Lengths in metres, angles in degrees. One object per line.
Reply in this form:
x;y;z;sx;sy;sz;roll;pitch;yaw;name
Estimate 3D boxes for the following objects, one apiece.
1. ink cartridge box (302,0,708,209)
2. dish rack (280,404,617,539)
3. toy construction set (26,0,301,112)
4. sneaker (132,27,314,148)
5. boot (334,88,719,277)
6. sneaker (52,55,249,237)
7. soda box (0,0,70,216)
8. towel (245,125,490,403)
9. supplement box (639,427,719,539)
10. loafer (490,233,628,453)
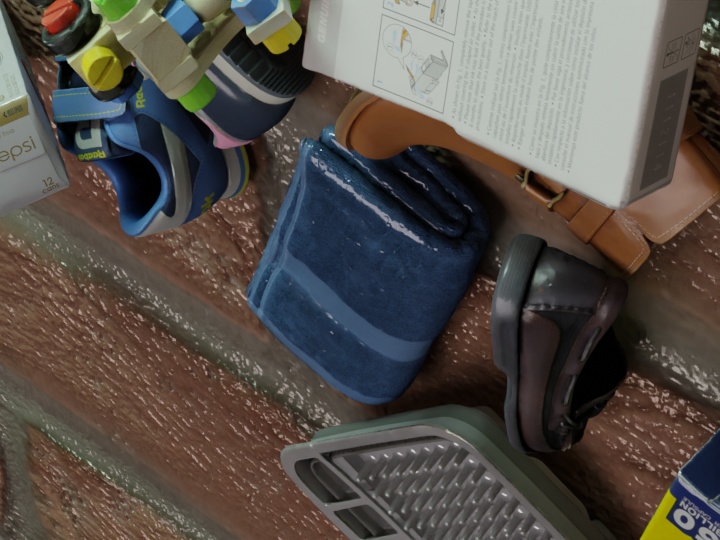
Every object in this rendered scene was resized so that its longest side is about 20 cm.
0.065;-0.150;0.981;0.176;0.045;0.201;27;124;30;ink cartridge box
0.060;0.140;1.363;0.172;0.044;0.200;47;151;-17;dish rack
-0.088;-0.141;1.109;0.092;0.131;0.200;49;-175;-17;toy construction set
-0.118;-0.145;1.247;0.200;0.070;0.082;47;136;4;sneaker
0.078;-0.057;1.109;0.155;0.074;0.200;45;153;-3;boot
-0.136;-0.109;1.312;0.074;0.082;0.201;0;124;53;sneaker
-0.221;-0.100;1.354;0.200;0.068;0.064;-119;6;-60;soda box
0.000;0.000;1.280;0.112;0.049;0.200;42;149;9;towel
0.199;0.147;1.147;0.109;0.109;0.200;39;149;15;supplement box
0.106;0.048;1.168;0.063;0.072;0.200;13;158;16;loafer
